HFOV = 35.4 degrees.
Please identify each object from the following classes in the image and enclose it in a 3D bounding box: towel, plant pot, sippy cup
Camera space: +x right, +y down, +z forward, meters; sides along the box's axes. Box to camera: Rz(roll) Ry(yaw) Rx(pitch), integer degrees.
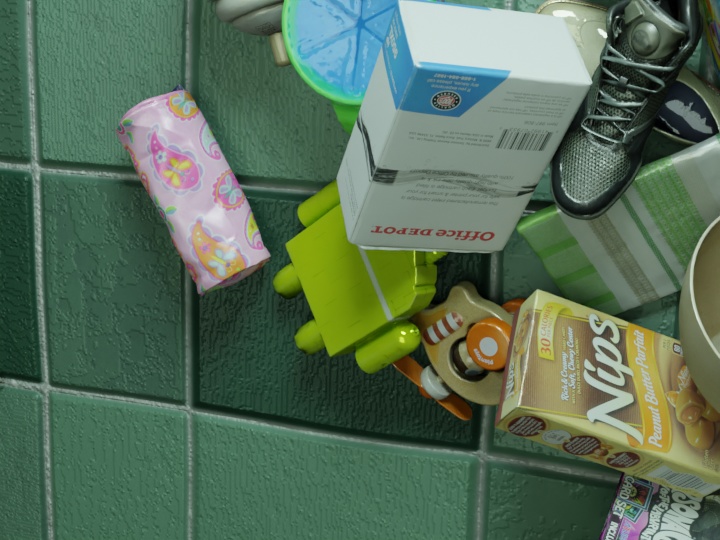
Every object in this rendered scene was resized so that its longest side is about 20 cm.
[{"bbox_3d":[0.253,-0.036,0.971,0.199,0.031,0.149,-22,129,23],"label":"towel"},{"bbox_3d":[0.344,0.059,0.914,0.200,0.201,0.135,27,150,11],"label":"plant pot"},{"bbox_3d":[0.017,-0.216,0.985,0.140,0.130,0.178,43,112,6],"label":"sippy cup"}]

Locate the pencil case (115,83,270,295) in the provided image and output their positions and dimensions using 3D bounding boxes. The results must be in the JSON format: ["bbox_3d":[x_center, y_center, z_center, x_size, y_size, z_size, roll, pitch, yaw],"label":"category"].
[{"bbox_3d":[-0.165,-0.078,1.108,0.087,0.087,0.201,-27,93,22],"label":"pencil case"}]

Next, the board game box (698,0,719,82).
[{"bbox_3d":[0.282,-0.202,0.834,0.047,0.151,0.200,-16,137,13],"label":"board game box"}]

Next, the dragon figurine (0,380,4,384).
[{"bbox_3d":[-0.459,0.039,1.245,0.200,0.059,0.099,47,113,5],"label":"dragon figurine"}]

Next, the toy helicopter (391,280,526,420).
[{"bbox_3d":[0.068,0.062,1.079,0.200,0.079,0.133,31,120,21],"label":"toy helicopter"}]

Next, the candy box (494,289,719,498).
[{"bbox_3d":[0.223,0.106,0.969,0.199,0.116,0.055,20,149,-9],"label":"candy box"}]

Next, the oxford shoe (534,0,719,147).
[{"bbox_3d":[0.231,-0.169,0.954,0.200,0.074,0.071,32,111,9],"label":"oxford shoe"}]

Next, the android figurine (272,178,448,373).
[{"bbox_3d":[0.000,0.000,1.060,0.200,0.041,0.183,-35,72,37],"label":"android figurine"}]

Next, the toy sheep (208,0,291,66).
[{"bbox_3d":[-0.091,-0.281,1.005,0.137,0.138,0.201,-19,97,22],"label":"toy sheep"}]

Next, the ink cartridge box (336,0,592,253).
[{"bbox_3d":[0.075,-0.110,0.915,0.144,0.084,0.200,3,140,-18],"label":"ink cartridge box"}]

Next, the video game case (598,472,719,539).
[{"bbox_3d":[0.301,0.241,0.973,0.181,0.200,0.036,23,142,12],"label":"video game case"}]

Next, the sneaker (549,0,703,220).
[{"bbox_3d":[0.200,-0.138,0.869,0.076,0.114,0.200,31,92,18],"label":"sneaker"}]
